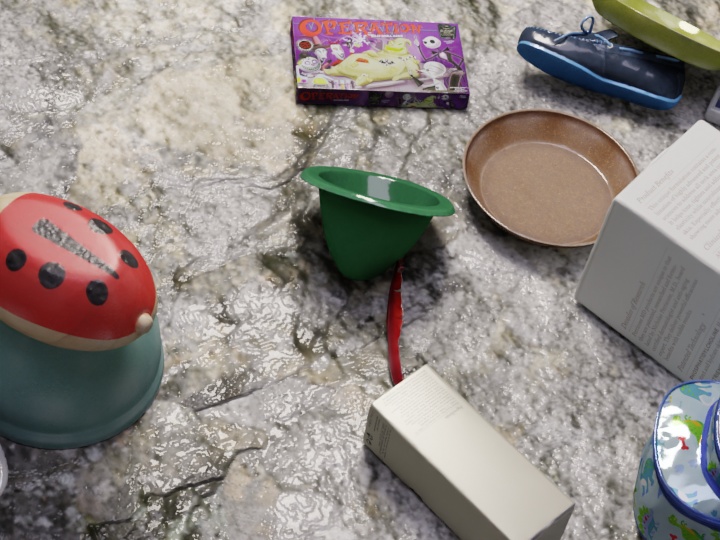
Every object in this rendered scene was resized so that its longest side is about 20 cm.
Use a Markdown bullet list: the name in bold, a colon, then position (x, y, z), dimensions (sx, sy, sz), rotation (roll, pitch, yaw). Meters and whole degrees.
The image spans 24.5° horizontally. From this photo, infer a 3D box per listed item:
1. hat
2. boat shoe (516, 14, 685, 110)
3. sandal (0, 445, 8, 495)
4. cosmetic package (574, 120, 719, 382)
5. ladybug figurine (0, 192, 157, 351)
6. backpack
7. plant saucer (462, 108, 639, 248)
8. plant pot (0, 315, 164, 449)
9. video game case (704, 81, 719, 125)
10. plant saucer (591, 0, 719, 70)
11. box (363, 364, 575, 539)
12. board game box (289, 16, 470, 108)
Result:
- **hat**: position (0.000, 0.000, 1.707), dimensions (0.164, 0.178, 0.200), rotation (14, 12, 5)
- **boat shoe**: position (0.278, -0.246, 1.916), dimensions (0.199, 0.084, 0.069), rotation (20, 82, -9)
- **sandal**: position (-0.384, 0.133, 1.484), dimensions (0.079, 0.059, 0.207), rotation (-38, 58, 9)
- **cosmetic package**: position (0.357, -0.007, 1.675), dimensions (0.200, 0.167, 0.167), rotation (38, 54, 20)
- **ladybug figurine**: position (-0.263, -0.006, 1.455), dimensions (0.199, 0.072, 0.136), rotation (28, 52, 13)
- **backpack**: position (0.362, 0.186, 1.531), dimensions (0.198, 0.148, 0.184), rotation (13, 47, 5)
- **plant saucer**: position (0.206, -0.093, 1.805), dimensions (0.198, 0.037, 0.202), rotation (5, 50, -5)
- **plant pot**: position (-0.281, 0.045, 1.545), dimensions (0.198, 0.135, 0.201), rotation (4, 50, -5)
- **video game case**: position (0.521, -0.212, 1.967), dimensions (0.181, 0.022, 0.201), rotation (24, 52, 10)
- **plant saucer**: position (0.349, -0.282, 1.935), dimensions (0.199, 0.031, 0.200), rotation (24, 17, -8)
- **box**: position (0.098, 0.186, 1.536), dimensions (0.082, 0.069, 0.200), rotation (-31, 62, -29)
- **board game box**: position (0.021, -0.239, 1.901), dimensions (0.198, 0.032, 0.121), rotation (1, 47, -9)
